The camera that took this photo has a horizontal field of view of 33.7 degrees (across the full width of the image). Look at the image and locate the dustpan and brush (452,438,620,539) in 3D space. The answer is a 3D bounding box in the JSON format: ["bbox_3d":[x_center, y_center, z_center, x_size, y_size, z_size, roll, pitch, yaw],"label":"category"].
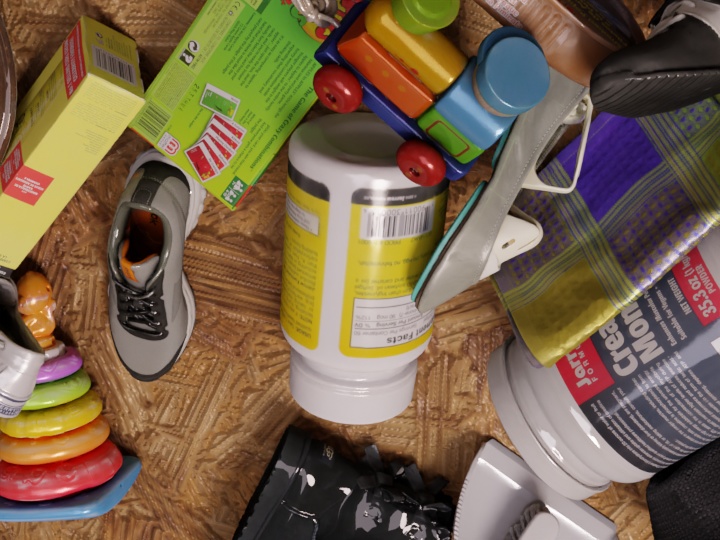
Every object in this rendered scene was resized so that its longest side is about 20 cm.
[{"bbox_3d":[0.108,0.245,0.898,0.139,0.057,0.201,34,75,-4],"label":"dustpan and brush"}]

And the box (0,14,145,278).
[{"bbox_3d":[-0.235,-0.088,0.884,0.050,0.076,0.200,23,126,-36],"label":"box"}]

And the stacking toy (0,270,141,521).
[{"bbox_3d":[-0.260,0.100,0.981,0.108,0.116,0.202,-4,103,13],"label":"stacking toy"}]

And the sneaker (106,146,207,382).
[{"bbox_3d":[-0.167,0.005,0.913,0.073,0.080,0.202,14,123,7],"label":"sneaker"}]

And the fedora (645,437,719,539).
[{"bbox_3d":[0.262,0.160,0.831,0.200,0.200,0.092,-35,77,26],"label":"fedora"}]

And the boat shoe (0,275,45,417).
[{"bbox_3d":[-0.295,0.030,0.928,0.066,0.073,0.200,-53,53,10],"label":"boat shoe"}]

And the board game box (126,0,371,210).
[{"bbox_3d":[-0.069,-0.150,0.832,0.101,0.048,0.200,38,118,-6],"label":"board game box"}]

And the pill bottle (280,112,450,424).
[{"bbox_3d":[0.000,0.000,0.848,0.113,0.114,0.202,10,117,10],"label":"pill bottle"}]

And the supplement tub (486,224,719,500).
[{"bbox_3d":[0.199,0.055,0.807,0.199,0.141,0.141,-37,102,26],"label":"supplement tub"}]

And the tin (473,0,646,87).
[{"bbox_3d":[0.092,-0.190,0.734,0.200,0.112,0.042,40,117,-6],"label":"tin"}]

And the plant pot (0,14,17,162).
[{"bbox_3d":[-0.375,-0.127,0.808,0.198,0.198,0.203,5,101,24],"label":"plant pot"}]

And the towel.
[{"bbox_3d":[0.160,-0.041,0.776,0.023,0.144,0.200,29,120,-35],"label":"towel"}]

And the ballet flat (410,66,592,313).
[{"bbox_3d":[0.103,-0.052,0.783,0.063,0.067,0.201,28,88,7],"label":"ballet flat"}]

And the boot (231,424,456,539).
[{"bbox_3d":[-0.020,0.227,0.990,0.161,0.074,0.199,25,120,-5],"label":"boot"}]

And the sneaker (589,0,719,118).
[{"bbox_3d":[0.203,-0.147,0.704,0.074,0.199,0.089,-23,86,58],"label":"sneaker"}]

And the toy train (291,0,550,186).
[{"bbox_3d":[0.017,-0.148,0.711,0.200,0.085,0.116,41,157,-9],"label":"toy train"}]
